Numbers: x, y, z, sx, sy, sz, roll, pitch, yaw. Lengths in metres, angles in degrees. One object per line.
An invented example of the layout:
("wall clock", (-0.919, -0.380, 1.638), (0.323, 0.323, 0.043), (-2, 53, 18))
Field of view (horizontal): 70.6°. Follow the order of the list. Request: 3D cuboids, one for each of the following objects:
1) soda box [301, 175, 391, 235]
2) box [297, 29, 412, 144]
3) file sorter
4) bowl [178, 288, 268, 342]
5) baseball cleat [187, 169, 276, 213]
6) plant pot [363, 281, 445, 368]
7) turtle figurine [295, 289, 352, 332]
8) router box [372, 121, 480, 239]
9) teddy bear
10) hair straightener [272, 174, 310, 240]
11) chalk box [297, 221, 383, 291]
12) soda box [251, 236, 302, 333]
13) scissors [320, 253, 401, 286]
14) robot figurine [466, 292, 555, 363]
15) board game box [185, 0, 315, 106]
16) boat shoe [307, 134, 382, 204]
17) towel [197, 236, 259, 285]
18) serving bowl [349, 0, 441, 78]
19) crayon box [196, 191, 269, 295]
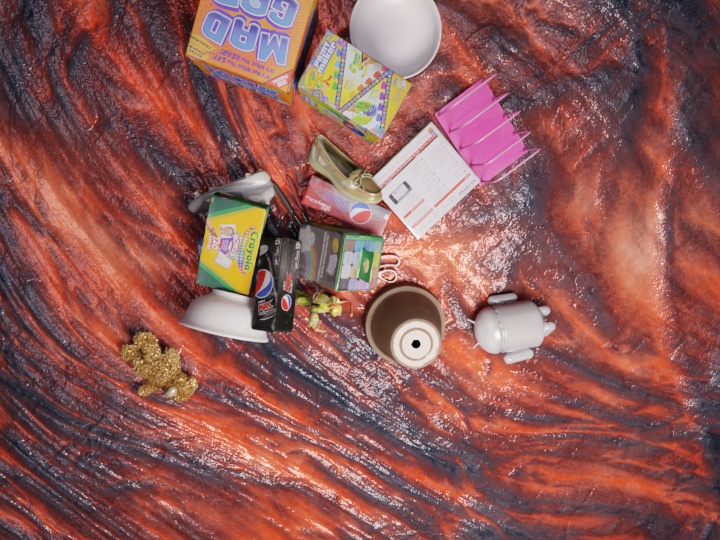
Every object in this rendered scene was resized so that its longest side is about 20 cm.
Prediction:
("soda box", (-0.032, -0.147, 1.167), (0.199, 0.063, 0.070), (24, 99, -6))
("box", (-0.016, -0.372, 1.063), (0.192, 0.200, 0.123), (30, 97, -8))
("file sorter", (0.286, -0.311, 1.134), (0.139, 0.125, 0.201), (-36, 100, 2))
("bowl", (-0.294, 0.094, 1.136), (0.199, 0.201, 0.091), (14, 84, -7))
("baseball cleat", (-0.285, -0.150, 1.137), (0.199, 0.070, 0.107), (-23, 91, 7))
("plant pot", (0.112, 0.140, 1.173), (0.198, 0.175, 0.202), (-1, 100, -4))
("turtle figurine", (-0.109, 0.076, 1.156), (0.160, 0.200, 0.065), (13, 110, 17))
("router box", (0.144, -0.206, 1.180), (0.200, 0.049, 0.180), (-42, 100, 4))
("teddy bear", (-0.480, 0.236, 1.201), (0.144, 0.067, 0.201), (-24, 100, 3))
("hair straightener", (-0.158, -0.116, 1.184), (0.076, 0.041, 0.201), (-24, 105, 0))
("chalk box", (-0.034, -0.027, 1.108), (0.123, 0.199, 0.126), (1, 103, -45))
("soda box", (-0.179, 0.031, 1.091), (0.063, 0.071, 0.202), (2, 84, 29))
("scissors", (0.000, 0.000, 1.225), (0.198, 0.014, 0.074), (-3, 103, -3))
("robot figurine", (0.360, 0.136, 1.223), (0.198, 0.113, 0.171), (-8, 63, -3))
("board game box", (-0.207, -0.477, 1.030), (0.198, 0.200, 0.202), (18, 98, -8))
("boat shoe", (-0.031, -0.221, 1.122), (0.200, 0.073, 0.063), (41, 137, 15))
("towel", (-0.275, -0.024, 1.181), (0.198, 0.049, 0.113), (3, 101, -4))
("serving bowl", (0.074, -0.517, 1.112), (0.198, 0.066, 0.202), (-1, 100, -3))
("crayon box", (-0.278, -0.058, 1.110), (0.118, 0.058, 0.202), (13, 106, -6))
